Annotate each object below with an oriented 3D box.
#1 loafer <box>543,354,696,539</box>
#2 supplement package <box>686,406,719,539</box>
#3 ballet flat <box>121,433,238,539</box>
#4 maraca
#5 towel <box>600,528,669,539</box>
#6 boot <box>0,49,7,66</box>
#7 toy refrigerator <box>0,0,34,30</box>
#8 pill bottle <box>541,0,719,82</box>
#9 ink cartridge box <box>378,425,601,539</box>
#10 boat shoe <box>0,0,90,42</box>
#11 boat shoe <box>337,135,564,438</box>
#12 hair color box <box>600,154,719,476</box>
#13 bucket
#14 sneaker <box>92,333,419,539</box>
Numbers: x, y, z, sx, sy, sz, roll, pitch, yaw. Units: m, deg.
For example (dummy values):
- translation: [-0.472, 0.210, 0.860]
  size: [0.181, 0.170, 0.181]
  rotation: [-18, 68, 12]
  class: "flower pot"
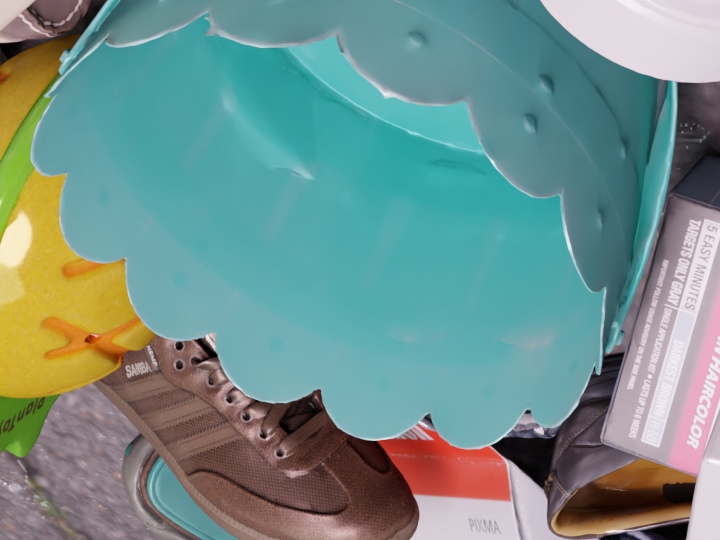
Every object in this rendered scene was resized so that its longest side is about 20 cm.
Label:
- translation: [0.158, 0.070, 0.923]
  size: [0.200, 0.072, 0.073]
  rotation: [-16, 127, 44]
  class: "loafer"
- translation: [0.180, 0.014, 0.715]
  size: [0.114, 0.200, 0.110]
  rotation: [17, 151, 13]
  class: "supplement package"
- translation: [-0.032, 0.138, 1.163]
  size: [0.200, 0.067, 0.064]
  rotation: [37, 172, -14]
  class: "ballet flat"
- translation: [-0.119, -0.002, 0.908]
  size: [0.107, 0.137, 0.200]
  rotation: [28, 119, 16]
  class: "maraca"
- translation: [0.196, 0.161, 1.004]
  size: [0.200, 0.024, 0.145]
  rotation: [28, 176, -2]
  class: "towel"
- translation: [-0.172, -0.090, 0.926]
  size: [0.200, 0.074, 0.096]
  rotation: [44, 149, -23]
  class: "boot"
- translation: [-0.115, -0.135, 0.742]
  size: [0.200, 0.076, 0.070]
  rotation: [-38, 127, 20]
  class: "toy refrigerator"
- translation: [0.116, -0.144, 0.632]
  size: [0.114, 0.114, 0.200]
  rotation: [27, 146, -1]
  class: "pill bottle"
- translation: [0.038, 0.118, 1.045]
  size: [0.200, 0.050, 0.162]
  rotation: [39, 162, -19]
  class: "ink cartridge box"
- translation: [-0.126, -0.157, 0.815]
  size: [0.059, 0.072, 0.200]
  rotation: [12, 137, 26]
  class: "boat shoe"
- translation: [0.000, 0.000, 0.918]
  size: [0.200, 0.091, 0.071]
  rotation: [13, 144, 19]
  class: "boat shoe"
- translation: [0.195, 0.040, 0.827]
  size: [0.200, 0.061, 0.099]
  rotation: [19, 111, 14]
  class: "hair color box"
- translation: [0.009, -0.053, 0.803]
  size: [0.207, 0.135, 0.207]
  rotation: [17, 145, 12]
  class: "bucket"
- translation: [-0.059, 0.049, 0.999]
  size: [0.200, 0.070, 0.076]
  rotation: [34, 146, 27]
  class: "sneaker"
